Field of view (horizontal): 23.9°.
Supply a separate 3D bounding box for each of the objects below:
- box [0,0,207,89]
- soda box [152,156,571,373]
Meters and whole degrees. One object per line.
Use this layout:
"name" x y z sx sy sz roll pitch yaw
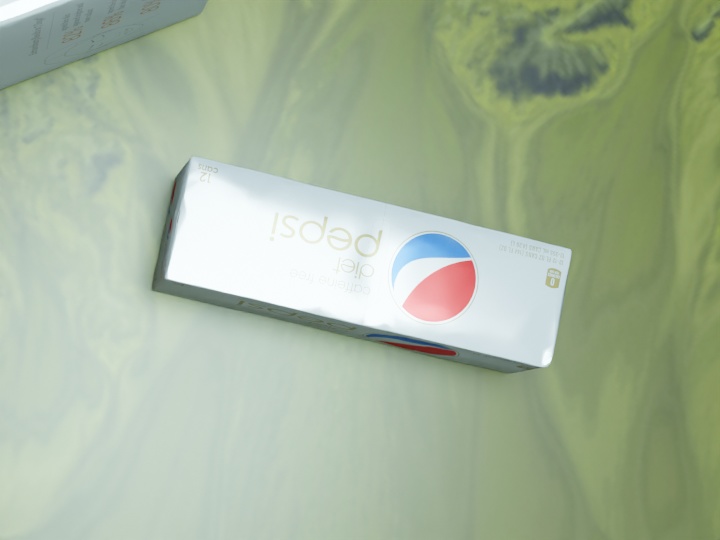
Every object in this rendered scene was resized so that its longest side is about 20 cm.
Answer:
"box" -0.173 -0.151 0.788 0.199 0.152 0.107 -23 91 -14
"soda box" 0.000 0.000 0.855 0.199 0.068 0.064 13 82 -11
